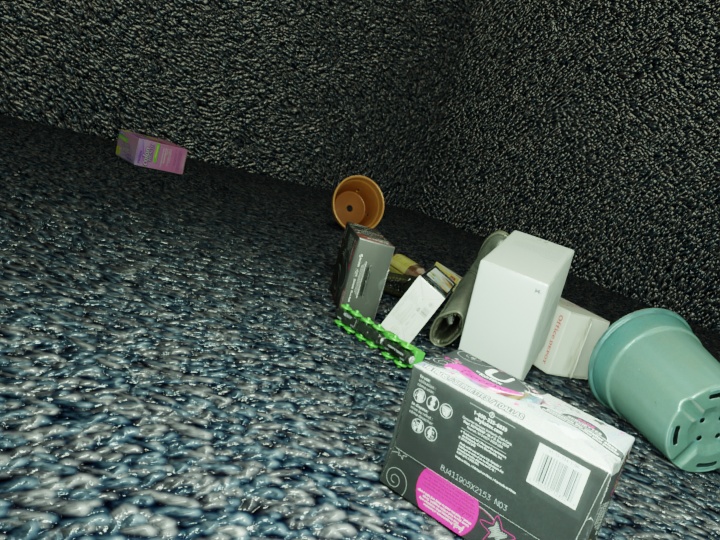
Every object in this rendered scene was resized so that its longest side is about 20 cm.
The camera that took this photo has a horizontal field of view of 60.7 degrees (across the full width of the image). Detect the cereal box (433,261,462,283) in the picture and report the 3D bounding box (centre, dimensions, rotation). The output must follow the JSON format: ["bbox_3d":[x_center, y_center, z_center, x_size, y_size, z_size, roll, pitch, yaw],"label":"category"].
[{"bbox_3d":[0.278,0.058,1.525,0.197,0.040,0.144,31,6,-23],"label":"cereal box"}]

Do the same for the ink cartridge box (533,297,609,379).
[{"bbox_3d":[0.394,0.128,1.256,0.123,0.132,0.199,12,12,-30],"label":"ink cartridge box"}]

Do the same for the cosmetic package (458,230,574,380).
[{"bbox_3d":[0.269,0.064,1.073,0.121,0.204,0.199,20,26,22],"label":"cosmetic package"}]

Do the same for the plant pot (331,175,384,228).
[{"bbox_3d":[-0.024,-0.235,2.264,0.195,0.206,0.140,13,-6,-16],"label":"plant pot"}]

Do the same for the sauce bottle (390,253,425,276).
[{"bbox_3d":[0.136,0.014,1.589,0.065,0.068,0.200,10,16,-30],"label":"sauce bottle"}]

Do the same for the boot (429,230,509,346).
[{"bbox_3d":[0.210,0.032,1.165,0.072,0.184,0.199,34,36,16],"label":"boot"}]

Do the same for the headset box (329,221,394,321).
[{"bbox_3d":[0.000,0.000,1.219,0.075,0.153,0.200,13,12,-11],"label":"headset box"}]

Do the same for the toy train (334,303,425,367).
[{"bbox_3d":[0.029,0.109,1.029,0.056,0.043,0.198,20,6,-44],"label":"toy train"}]

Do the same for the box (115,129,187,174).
[{"bbox_3d":[-0.782,-0.444,2.305,0.197,0.099,0.174,5,17,-46],"label":"box"}]

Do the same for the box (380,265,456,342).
[{"bbox_3d":[0.112,0.062,1.138,0.060,0.117,0.200,40,15,8],"label":"box"}]

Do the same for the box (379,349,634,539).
[{"bbox_3d":[0.139,0.181,0.596,0.197,0.135,0.114,24,15,31],"label":"box"}]

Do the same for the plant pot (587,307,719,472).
[{"bbox_3d":[0.495,0.193,0.972,0.195,0.205,0.197,14,19,-12],"label":"plant pot"}]

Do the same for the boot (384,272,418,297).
[{"bbox_3d":[0.085,0.039,1.394,0.135,0.080,0.200,13,-2,2],"label":"boot"}]
